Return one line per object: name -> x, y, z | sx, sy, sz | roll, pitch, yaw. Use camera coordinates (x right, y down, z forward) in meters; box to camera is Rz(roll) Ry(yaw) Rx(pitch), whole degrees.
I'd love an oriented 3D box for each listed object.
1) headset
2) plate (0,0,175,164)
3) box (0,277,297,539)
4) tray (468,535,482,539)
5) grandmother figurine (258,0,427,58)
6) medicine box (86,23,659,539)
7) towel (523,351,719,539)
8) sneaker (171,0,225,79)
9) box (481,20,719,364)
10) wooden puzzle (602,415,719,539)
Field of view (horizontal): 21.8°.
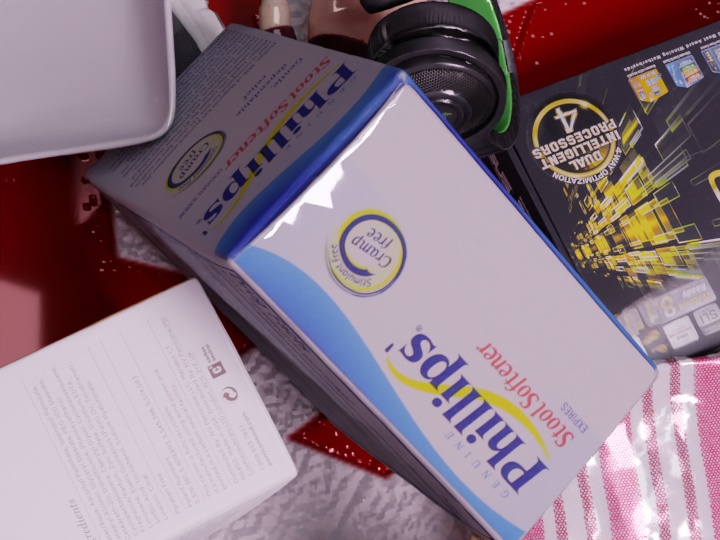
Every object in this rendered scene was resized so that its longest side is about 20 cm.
headset -> 0.016, -0.118, 0.877 | 0.093, 0.200, 0.125 | -16, 74, 20
plate -> -0.169, -0.138, 0.868 | 0.198, 0.032, 0.202 | -9, 74, 21
box -> -0.146, 0.100, 0.804 | 0.199, 0.124, 0.098 | -26, 83, -24
tray -> 0.047, 0.217, 0.808 | 0.098, 0.201, 0.037 | 23, 25, -11
grandmother figurine -> -0.003, -0.108, 0.955 | 0.120, 0.061, 0.202 | 20, 71, -8
medicine box -> 0.000, 0.000, 0.807 | 0.103, 0.200, 0.182 | -47, 116, -8
towel -> 0.161, 0.114, 0.896 | 0.198, 0.030, 0.148 | -9, 85, -15
sneaker -> -0.117, -0.116, 0.918 | 0.084, 0.075, 0.201 | -27, 79, -10
box -> 0.181, -0.041, 0.980 | 0.198, 0.049, 0.163 | -20, 76, -16
wooden puzzle -> 0.226, 0.141, 0.948 | 0.184, 0.046, 0.202 | -22, 88, -16
